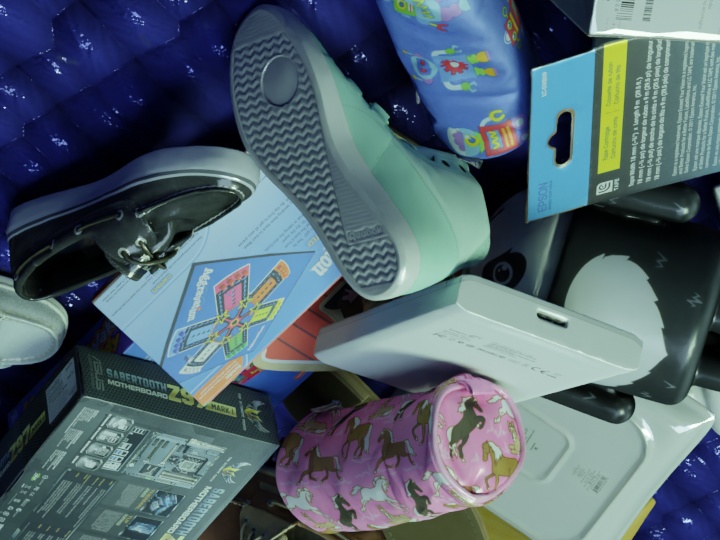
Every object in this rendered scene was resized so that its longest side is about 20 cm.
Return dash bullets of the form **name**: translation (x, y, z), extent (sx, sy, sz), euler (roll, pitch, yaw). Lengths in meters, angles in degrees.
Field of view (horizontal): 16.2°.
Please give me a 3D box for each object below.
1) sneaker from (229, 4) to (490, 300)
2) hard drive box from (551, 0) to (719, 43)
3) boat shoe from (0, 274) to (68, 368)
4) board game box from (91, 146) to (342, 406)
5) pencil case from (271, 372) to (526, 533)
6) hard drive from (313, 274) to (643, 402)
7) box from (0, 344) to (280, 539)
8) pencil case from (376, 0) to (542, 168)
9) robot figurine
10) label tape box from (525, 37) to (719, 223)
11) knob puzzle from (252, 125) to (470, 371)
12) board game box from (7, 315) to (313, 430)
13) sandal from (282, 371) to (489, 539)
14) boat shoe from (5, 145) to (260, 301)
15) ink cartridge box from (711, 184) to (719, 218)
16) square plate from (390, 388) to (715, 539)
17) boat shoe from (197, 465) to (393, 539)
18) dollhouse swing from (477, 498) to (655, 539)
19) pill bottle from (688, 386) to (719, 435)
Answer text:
- **sneaker**: translation (0.002, -0.074, 1.546), extent (0.074, 0.201, 0.118), euler (-39, 163, 34)
- **hard drive box**: translation (0.222, -0.212, 1.447), extent (0.200, 0.077, 0.156), euler (3, 112, -16)
- **boat shoe**: translation (-0.290, 0.041, 1.663), extent (0.202, 0.065, 0.074), euler (9, 136, -24)
- **board game box**: translation (-0.067, -0.014, 1.622), extent (0.200, 0.019, 0.103), euler (-43, 101, 14)
- **pencil case**: translation (0.025, 0.122, 1.679), extent (0.087, 0.083, 0.200), euler (54, 146, -14)
- **hard drive**: translation (0.072, 0.049, 1.617), extent (0.132, 0.027, 0.200), euler (20, 161, -22)
- **box**: translation (-0.173, 0.145, 1.756), extent (0.157, 0.051, 0.200), euler (17, 131, -30)
- **pencil case**: translation (0.052, -0.150, 1.520), extent (0.087, 0.078, 0.200), euler (-6, 144, 21)
- **robot figurine**: translation (0.170, 0.018, 1.678), extent (0.200, 0.151, 0.125), euler (17, 171, 6)
- **label tape box**: translation (0.188, -0.121, 1.583), extent (0.200, 0.063, 0.144), euler (-14, 141, -10)
- **knob puzzle**: translation (0.000, 0.000, 1.680), extent (0.219, 0.030, 0.220), euler (-12, 129, -15)
- **board game box**: translation (-0.135, 0.080, 1.766), extent (0.134, 0.045, 0.200), euler (22, 129, -34)
- **sandal**: translation (0.034, 0.135, 1.805), extent (0.078, 0.212, 0.070), euler (-44, 174, 32)
- **boat shoe**: translation (-0.145, -0.024, 1.579), extent (0.200, 0.066, 0.070), euler (-14, 155, 32)
- **ink cartridge box**: translation (0.361, 0.009, 1.713), extent (0.200, 0.199, 0.043), euler (-17, 179, 7)
- **square plate**: translation (0.123, 0.113, 1.802), extent (0.198, 0.028, 0.200), euler (34, 133, 4)
- **boat shoe**: translation (-0.057, 0.194, 1.844), extent (0.200, 0.072, 0.076), euler (7, 115, 25)
- **dollhouse swing**: translation (0.104, 0.228, 1.988), extent (0.182, 0.176, 0.200), euler (29, 134, 4)
- **pill bottle**: translation (0.291, 0.056, 1.798), extent (0.200, 0.111, 0.111), euler (-16, 140, 4)
